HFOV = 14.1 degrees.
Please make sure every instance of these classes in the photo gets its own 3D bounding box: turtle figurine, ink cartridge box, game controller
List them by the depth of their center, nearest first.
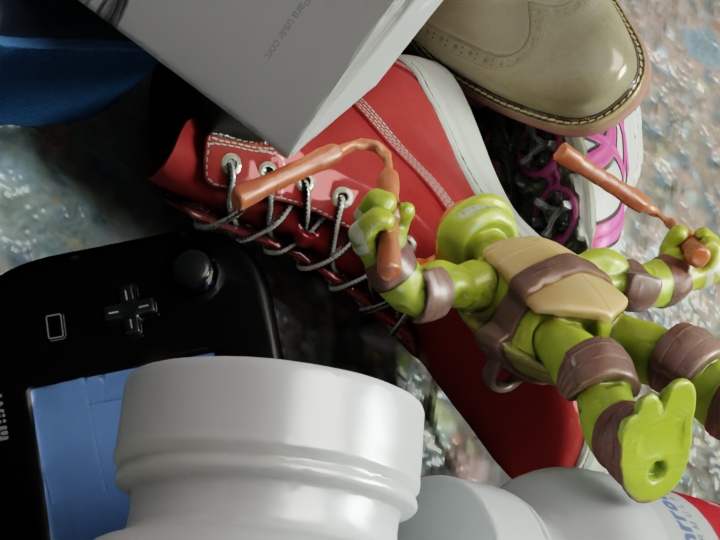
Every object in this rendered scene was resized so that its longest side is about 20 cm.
[{"bbox_3d":[-0.067,0.086,0.933,0.104,0.042,0.201,-8,68,-7],"label":"game controller"},{"bbox_3d":[0.061,0.016,0.966,0.199,0.065,0.161,5,25,-39],"label":"turtle figurine"},{"bbox_3d":[-0.063,-0.139,1.000,0.200,0.085,0.146,38,19,2],"label":"ink cartridge box"}]

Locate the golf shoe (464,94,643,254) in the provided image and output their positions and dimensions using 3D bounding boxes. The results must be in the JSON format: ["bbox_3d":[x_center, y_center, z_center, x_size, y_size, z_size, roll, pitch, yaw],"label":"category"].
[{"bbox_3d":[0.085,-0.042,1.159,0.092,0.072,0.201,19,54,-36],"label":"golf shoe"}]

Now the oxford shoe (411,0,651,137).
[{"bbox_3d":[0.031,-0.128,1.115,0.200,0.071,0.074,43,-5,25],"label":"oxford shoe"}]

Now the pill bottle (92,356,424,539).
[{"bbox_3d":[-0.033,0.133,0.831,0.119,0.119,0.201,17,71,-35],"label":"pill bottle"}]

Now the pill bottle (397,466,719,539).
[{"bbox_3d":[0.093,0.128,0.962,0.199,0.112,0.113,17,55,-36],"label":"pill bottle"}]

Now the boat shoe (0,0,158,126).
[{"bbox_3d":[-0.153,-0.087,0.976,0.200,0.084,0.069,6,53,-59],"label":"boat shoe"}]

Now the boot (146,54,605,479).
[{"bbox_3d":[0.000,0.000,1.042,0.144,0.073,0.201,1,47,-41],"label":"boot"}]
